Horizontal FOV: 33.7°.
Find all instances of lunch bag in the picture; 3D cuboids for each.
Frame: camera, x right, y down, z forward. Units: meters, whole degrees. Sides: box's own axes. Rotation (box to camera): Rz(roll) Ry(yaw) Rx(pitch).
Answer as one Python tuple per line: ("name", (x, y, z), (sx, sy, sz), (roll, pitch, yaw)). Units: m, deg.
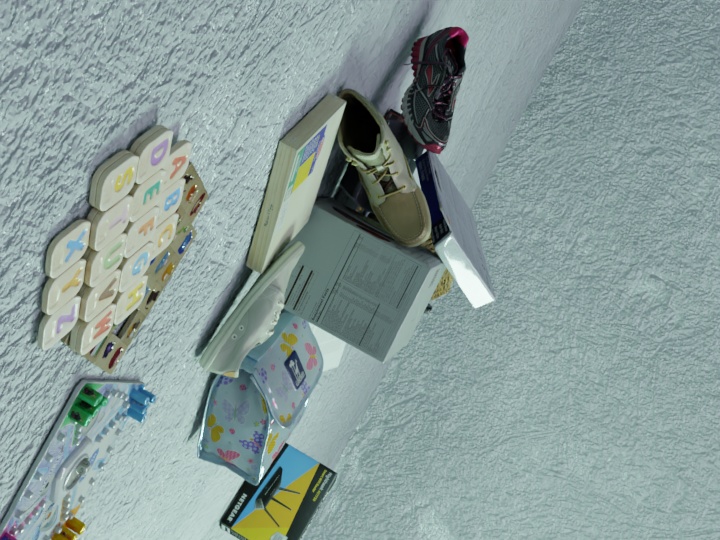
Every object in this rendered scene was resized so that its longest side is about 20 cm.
("lunch bag", (-0.134, 0.168, 1.668), (0.170, 0.126, 0.201), (-52, 161, -55))

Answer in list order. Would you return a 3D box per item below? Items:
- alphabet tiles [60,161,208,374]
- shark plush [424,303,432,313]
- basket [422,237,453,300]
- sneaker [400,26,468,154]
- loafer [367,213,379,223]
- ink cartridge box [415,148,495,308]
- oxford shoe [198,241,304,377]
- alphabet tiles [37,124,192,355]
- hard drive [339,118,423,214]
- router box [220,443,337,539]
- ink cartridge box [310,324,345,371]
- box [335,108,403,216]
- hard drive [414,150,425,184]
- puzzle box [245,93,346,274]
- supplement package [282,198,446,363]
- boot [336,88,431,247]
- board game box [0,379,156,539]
("alphabet tiles", (-0.204, -0.003, 1.117), (0.201, 0.008, 0.167), (-61, 171, -11))
("shark plush", (0.046, -0.009, 1.935), (0.083, 0.200, 0.091), (-44, 175, -9))
("basket", (0.133, -0.028, 2.785), (0.142, 0.150, 0.201), (-21, 155, -20))
("sneaker", (0.109, -0.260, 1.692), (0.074, 0.080, 0.202), (-19, -123, 43))
("loafer", (0.000, 0.000, 1.852), (0.071, 0.073, 0.201), (-48, 156, -50))
("ink cartridge box", (0.125, -0.077, 1.718), (0.200, 0.040, 0.201), (56, 17, -39))
("oxford shoe", (-0.126, 0.052, 1.497), (0.201, 0.058, 0.075), (-56, -176, -11))
("alphabet tiles", (-0.203, -0.023, 1.006), (0.196, 0.015, 0.201), (-49, 162, -49))
("hard drive", (0.032, -0.150, 1.716), (0.136, 0.042, 0.200), (-66, 162, 4))
("router box", (-0.156, 0.441, 2.284), (0.201, 0.148, 0.051), (-58, 171, -26))
("ink cartridge box", (-0.071, 0.090, 1.867), (0.108, 0.050, 0.201), (-16, 144, -29))
("box", (0.013, -0.135, 1.843), (0.201, 0.040, 0.137), (-59, 170, -15))
("hard drive", (0.091, -0.176, 2.061), (0.200, 0.026, 0.133), (-42, 135, -64))
("puzzle box", (-0.079, -0.106, 1.452), (0.133, 0.025, 0.201), (-51, 166, -48))
("supplement package", (-0.006, 0.007, 1.653), (0.148, 0.199, 0.191), (-63, 172, 8))
("boot", (0.026, -0.129, 1.529), (0.072, 0.201, 0.155), (-23, 172, 6))
("board game box", (-0.288, 0.206, 1.208), (0.201, 0.026, 0.200), (-61, 171, -2))
